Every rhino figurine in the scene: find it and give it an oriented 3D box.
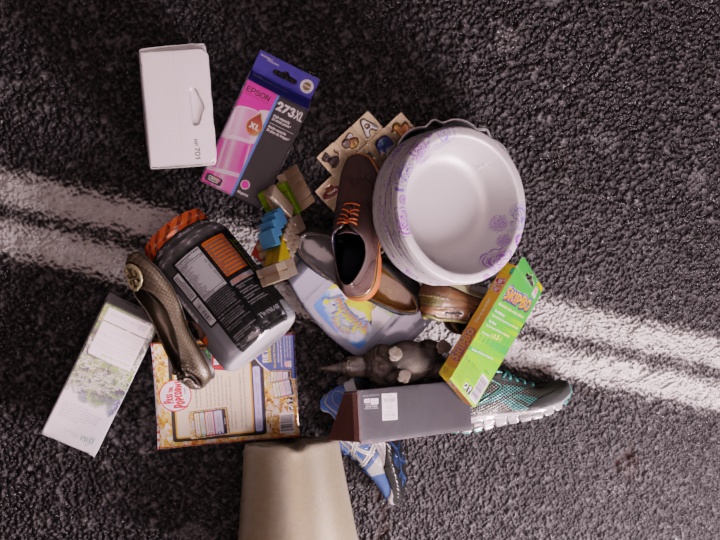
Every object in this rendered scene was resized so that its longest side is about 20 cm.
[{"bbox_3d":[0.039,0.129,1.471,0.199,0.087,0.060,-4,88,-22],"label":"rhino figurine"}]

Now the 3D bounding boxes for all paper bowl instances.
[{"bbox_3d":[0.107,-0.081,1.382,0.200,0.104,0.202,2,87,-28],"label":"paper bowl"}]

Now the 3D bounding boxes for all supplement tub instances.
[{"bbox_3d":[-0.190,0.023,1.419,0.122,0.123,0.200,-39,81,-3],"label":"supplement tub"}]

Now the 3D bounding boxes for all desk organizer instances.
[{"bbox_3d":[0.054,0.192,1.463,0.199,0.077,0.072,0,85,-38],"label":"desk organizer"}]

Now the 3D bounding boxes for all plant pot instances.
[{"bbox_3d":[-0.089,0.326,1.471,0.200,0.200,0.184,-3,87,-9],"label":"plant pot"}]

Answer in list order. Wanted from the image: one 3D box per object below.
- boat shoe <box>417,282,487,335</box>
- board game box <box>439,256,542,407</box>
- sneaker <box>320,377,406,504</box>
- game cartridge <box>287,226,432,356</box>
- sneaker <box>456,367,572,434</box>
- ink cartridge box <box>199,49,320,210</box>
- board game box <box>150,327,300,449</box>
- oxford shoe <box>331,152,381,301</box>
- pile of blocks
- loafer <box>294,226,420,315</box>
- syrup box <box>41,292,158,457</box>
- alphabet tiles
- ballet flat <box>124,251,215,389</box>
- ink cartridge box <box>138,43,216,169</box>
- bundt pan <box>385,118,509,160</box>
[{"bbox_3d":[0.144,0.059,1.489,0.200,0.072,0.068,23,74,-44],"label":"boat shoe"},{"bbox_3d":[0.183,0.081,1.466,0.200,0.030,0.096,-55,141,-13],"label":"board game box"},{"bbox_3d":[0.009,0.247,1.535,0.077,0.076,0.201,-20,100,15],"label":"sneaker"},{"bbox_3d":[-0.002,0.042,1.514,0.200,0.040,0.133,43,95,-12],"label":"game cartridge"},{"bbox_3d":[0.210,0.176,1.552,0.199,0.078,0.092,-11,95,-10],"label":"sneaker"},{"bbox_3d":[-0.137,-0.192,1.463,0.094,0.037,0.201,25,91,-12],"label":"ink cartridge box"},{"bbox_3d":[-0.188,0.163,1.493,0.199,0.046,0.152,-3,97,-10],"label":"board game box"},{"bbox_3d":[-0.003,-0.064,1.393,0.071,0.073,0.201,-5,75,14],"label":"oxford shoe"},{"bbox_3d":[-0.119,-0.058,1.411,0.062,0.200,0.082,-20,128,27],"label":"pile of blocks"},{"bbox_3d":[0.000,0.000,1.452,0.199,0.072,0.073,25,96,-11],"label":"loafer"},{"bbox_3d":[-0.351,0.140,1.445,0.079,0.081,0.201,26,93,-12],"label":"syrup box"},{"bbox_3d":[0.039,-0.120,1.516,0.166,0.006,0.200,-43,102,-1],"label":"alphabet tiles"},{"bbox_3d":[-0.255,0.069,1.387,0.046,0.067,0.200,-35,106,-32],"label":"ballet flat"},{"bbox_3d":[-0.234,-0.206,1.358,0.086,0.200,0.147,-5,98,-9],"label":"ink cartridge box"},{"bbox_3d":[0.113,-0.111,1.486,0.201,0.076,0.203,-1,98,-10],"label":"bundt pan"}]
